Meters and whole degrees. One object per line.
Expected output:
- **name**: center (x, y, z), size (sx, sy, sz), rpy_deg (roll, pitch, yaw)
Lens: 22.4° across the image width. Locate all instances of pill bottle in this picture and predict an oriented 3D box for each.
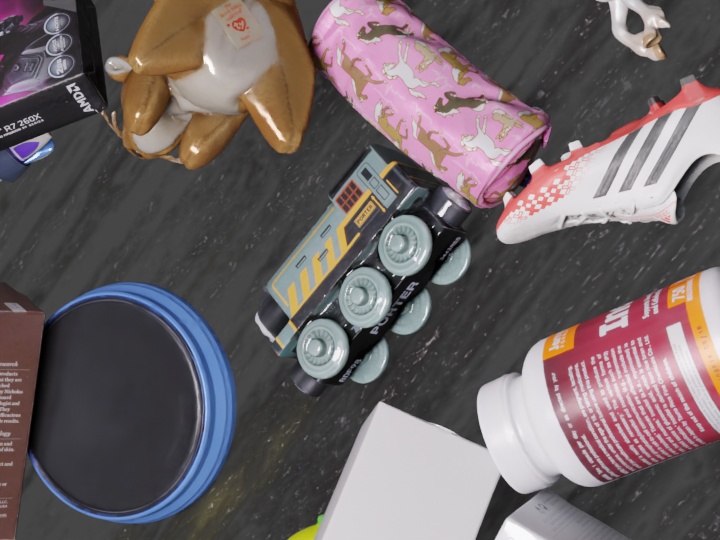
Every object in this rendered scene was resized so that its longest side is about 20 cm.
- **pill bottle**: center (0.188, 0.084, 1.278), size (0.199, 0.113, 0.113), rpy_deg (-25, 80, 23)

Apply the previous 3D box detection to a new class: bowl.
- **bowl**: center (-0.198, 0.111, 1.502), size (0.200, 0.039, 0.202), rpy_deg (0, 91, 25)

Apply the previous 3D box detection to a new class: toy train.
- **toy train**: center (0.000, 0.000, 1.388), size (0.200, 0.085, 0.114), rpy_deg (-51, 59, 19)

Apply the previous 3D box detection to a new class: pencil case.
- **pencil case**: center (0.049, -0.134, 1.357), size (0.200, 0.086, 0.083), rpy_deg (40, 121, 18)

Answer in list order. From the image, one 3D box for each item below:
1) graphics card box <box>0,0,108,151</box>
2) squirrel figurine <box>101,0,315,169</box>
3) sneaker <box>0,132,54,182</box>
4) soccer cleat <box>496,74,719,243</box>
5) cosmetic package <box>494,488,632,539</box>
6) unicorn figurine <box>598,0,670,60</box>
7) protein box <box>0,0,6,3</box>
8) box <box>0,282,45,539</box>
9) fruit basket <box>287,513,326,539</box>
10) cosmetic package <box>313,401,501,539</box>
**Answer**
- **graphics card box**: center (-0.306, -0.152, 1.465), size (0.199, 0.051, 0.126), rpy_deg (-19, 50, 9)
- **squirrel figurine**: center (-0.121, -0.173, 1.400), size (0.187, 0.141, 0.201), rpy_deg (-27, 46, 62)
- **sneaker**: center (-0.325, -0.079, 1.501), size (0.146, 0.081, 0.201), rpy_deg (-17, 49, 27)
- **soccer cleat**: center (0.188, -0.060, 1.303), size (0.199, 0.069, 0.085), rpy_deg (-31, 74, 18)
- **cosmetic package**: center (0.158, 0.297, 1.282), size (0.199, 0.123, 0.200), rpy_deg (29, 102, 14)
- **unicorn figurine**: center (0.193, -0.224, 1.302), size (0.200, 0.074, 0.138), rpy_deg (-34, 67, 7)
- **protein box**: center (-0.291, -0.301, 1.451), size (0.199, 0.198, 0.136), rpy_deg (-23, 80, 24)
- **box**: center (-0.322, 0.117, 1.513), size (0.100, 0.075, 0.201), rpy_deg (25, 108, 57)
- **fruit basket**: center (-0.046, 0.276, 1.384), size (0.215, 0.155, 0.217), rpy_deg (12, 113, 31)
- **cosmetic package**: center (0.017, 0.211, 1.312), size (0.107, 0.085, 0.201), rpy_deg (26, 66, -2)
